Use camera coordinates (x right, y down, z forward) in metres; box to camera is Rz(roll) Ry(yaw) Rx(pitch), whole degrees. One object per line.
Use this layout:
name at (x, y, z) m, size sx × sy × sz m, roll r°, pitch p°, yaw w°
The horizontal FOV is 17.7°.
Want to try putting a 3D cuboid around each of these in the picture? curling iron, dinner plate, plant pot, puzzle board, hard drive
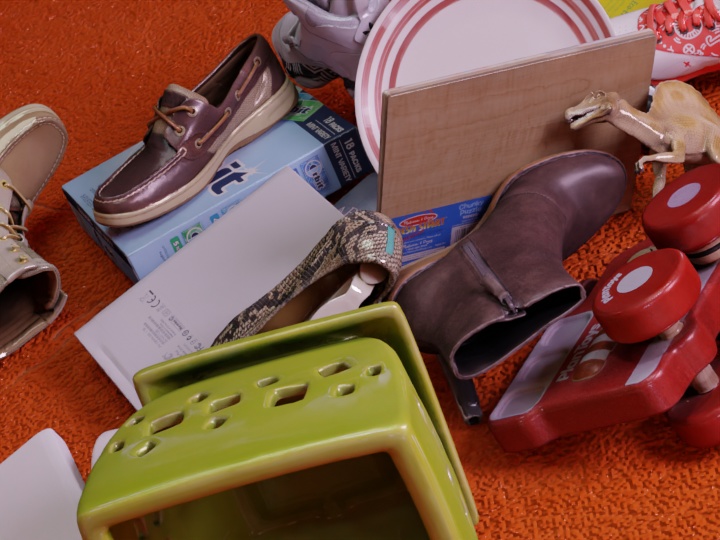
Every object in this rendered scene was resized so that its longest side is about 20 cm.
curling iron at (0.061, 0.027, 1.565) m, size 0.049 × 0.026 × 0.200 m, roll -18°, pitch 42°, yaw 10°
dinner plate at (0.093, -0.127, 1.652) m, size 0.200 × 0.201 × 0.024 m, roll -12°, pitch -7°, yaw 15°
plant pot at (-0.033, 0.139, 1.346) m, size 0.199 × 0.199 × 0.182 m, roll -15°, pitch 29°, yaw 11°
puzzle board at (0.101, -0.081, 1.552) m, size 0.199 × 0.151 × 0.017 m, roll -14°, pitch 44°, yaw -20°
hard drive at (-0.097, 0.019, 1.648) m, size 0.200 × 0.025 × 0.132 m, roll -39°, pitch 40°, yaw -8°
hard drive at (-0.220, 0.200, 1.483) m, size 0.132 × 0.026 × 0.200 m, roll -40°, pitch 35°, yaw 2°

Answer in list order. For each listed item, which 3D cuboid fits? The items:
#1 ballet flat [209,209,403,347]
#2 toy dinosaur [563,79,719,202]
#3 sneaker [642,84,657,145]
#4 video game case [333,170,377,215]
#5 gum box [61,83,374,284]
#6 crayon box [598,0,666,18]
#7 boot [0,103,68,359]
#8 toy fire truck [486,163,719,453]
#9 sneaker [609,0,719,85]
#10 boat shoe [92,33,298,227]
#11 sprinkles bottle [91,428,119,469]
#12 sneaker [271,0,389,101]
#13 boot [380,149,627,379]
ballet flat at (-0.044, 0.044, 1.519) m, size 0.200 × 0.068 × 0.075 m, roll -46°, pitch 24°, yaw 25°
toy dinosaur at (0.232, -0.082, 1.555) m, size 0.058 × 0.200 × 0.101 m, roll -36°, pitch 57°, yaw 45°
sneaker at (0.138, -0.096, 1.686) m, size 0.200 × 0.070 × 0.090 m, roll 9°, pitch 67°, yaw 31°
video game case at (0.000, 0.000, 1.662) m, size 0.143 × 0.019 × 0.200 m, roll 20°, pitch 54°, yaw 44°
gum box at (-0.113, -0.071, 1.784) m, size 0.200 × 0.045 × 0.170 m, roll -31°, pitch 29°, yaw -12°
crayon box at (0.170, -0.207, 1.761) m, size 0.200 × 0.051 × 0.127 m, roll 35°, pitch 57°, yaw 13°
boot at (-0.268, -0.028, 1.779) m, size 0.200 × 0.072 × 0.155 m, roll -52°, pitch 42°, yaw -9°
toy fire truck at (0.179, 0.029, 1.460) m, size 0.168 × 0.112 × 0.200 m, roll -16°, pitch 29°, yaw 43°
sneaker at (0.255, -0.189, 1.652) m, size 0.201 × 0.108 × 0.067 m, roll 0°, pitch 54°, yaw 4°
boat shoe at (-0.132, -0.109, 1.739) m, size 0.200 × 0.072 × 0.072 m, roll -39°, pitch 33°, yaw -26°
sprinkles bottle at (-0.072, 0.122, 1.494) m, size 0.199 × 0.068 × 0.068 m, roll -11°, pitch 36°, yaw 16°
sneaker at (-0.024, -0.196, 1.764) m, size 0.075 × 0.115 × 0.200 m, roll -38°, pitch 32°, yaw -13°
boot at (0.115, -0.002, 1.486) m, size 0.200 × 0.072 × 0.166 m, roll -31°, pitch 21°, yaw -9°
